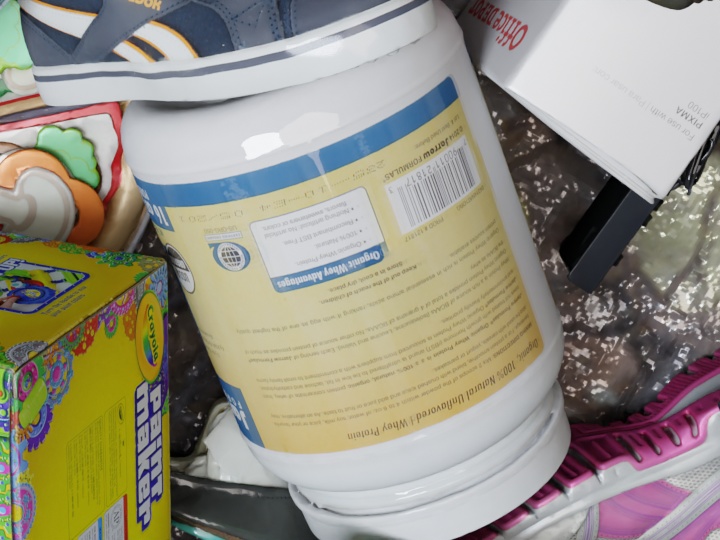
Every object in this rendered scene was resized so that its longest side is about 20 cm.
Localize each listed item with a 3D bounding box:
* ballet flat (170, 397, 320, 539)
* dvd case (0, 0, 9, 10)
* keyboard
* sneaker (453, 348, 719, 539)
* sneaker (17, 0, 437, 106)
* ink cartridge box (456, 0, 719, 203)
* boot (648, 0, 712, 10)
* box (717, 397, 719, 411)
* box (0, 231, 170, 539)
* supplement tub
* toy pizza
[{"bbox_3d":[-0.086,0.085,0.843,0.199,0.068,0.069,15,93,-11],"label":"ballet flat"},{"bbox_3d":[-0.161,-0.156,0.737,0.200,0.146,0.022,-46,142,3],"label":"dvd case"},{"bbox_3d":[0.151,-0.074,0.797,0.021,0.127,0.200,34,98,-3],"label":"keyboard"},{"bbox_3d":[0.128,0.111,0.866,0.199,0.081,0.088,-23,104,0],"label":"sneaker"},{"bbox_3d":[-0.063,-0.108,0.714,0.078,0.200,0.080,-33,114,-45],"label":"sneaker"},{"bbox_3d":[0.131,-0.142,0.767,0.083,0.147,0.200,33,98,-14],"label":"ink cartridge box"},{"bbox_3d":[0.032,-0.140,0.680,0.200,0.075,0.097,45,100,12],"label":"boot"},{"bbox_3d":[0.265,0.116,0.821,0.160,0.044,0.201,-22,105,4],"label":"box"},{"bbox_3d":[-0.186,0.092,0.753,0.192,0.122,0.201,10,113,19],"label":"box"},{"bbox_3d":[0.000,0.000,0.785,0.144,0.145,0.201,-21,110,-1],"label":"supplement tub"},{"bbox_3d":[-0.183,-0.057,0.810,0.199,0.032,0.201,-2,104,-6],"label":"toy pizza"}]
